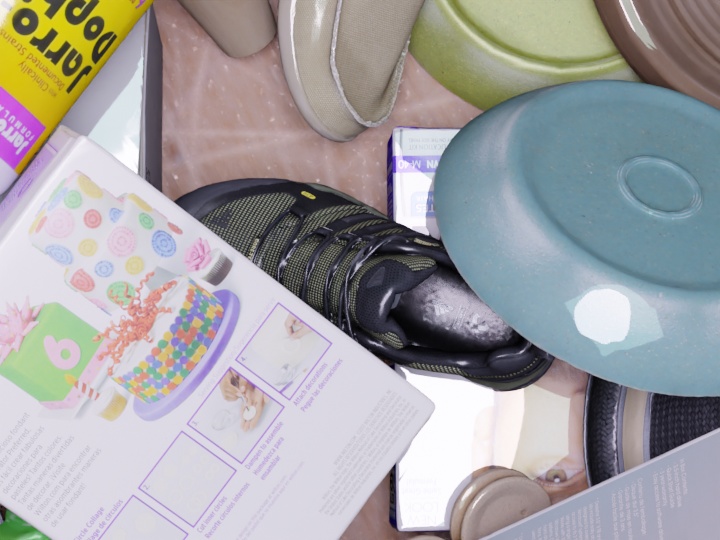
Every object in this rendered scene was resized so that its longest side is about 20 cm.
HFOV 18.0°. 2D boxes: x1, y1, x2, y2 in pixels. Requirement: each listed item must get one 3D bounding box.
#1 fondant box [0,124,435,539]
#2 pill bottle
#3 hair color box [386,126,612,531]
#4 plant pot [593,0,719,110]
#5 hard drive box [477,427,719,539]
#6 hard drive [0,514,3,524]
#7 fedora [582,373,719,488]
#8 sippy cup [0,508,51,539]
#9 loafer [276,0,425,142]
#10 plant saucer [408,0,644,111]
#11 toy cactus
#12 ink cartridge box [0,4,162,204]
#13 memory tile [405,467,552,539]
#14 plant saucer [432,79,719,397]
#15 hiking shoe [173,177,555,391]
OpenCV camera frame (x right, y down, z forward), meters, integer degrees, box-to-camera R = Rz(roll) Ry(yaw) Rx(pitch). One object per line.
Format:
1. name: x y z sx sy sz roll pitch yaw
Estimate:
1. fondant box: -0.090 0.054 0.980 0.200 0.058 0.144 38 88 -19
2. pill bottle: -0.165 -0.101 0.975 0.104 0.104 0.200 37 84 1
3. hair color box: 0.068 0.029 1.141 0.109 0.065 0.200 -1 88 -2
4. plant pot: 0.219 -0.170 1.123 0.200 0.093 0.201 1 87 -17
5. hard drive box: 0.154 0.166 1.032 0.200 0.077 0.156 -27 122 21
6. hard drive: -0.246 0.131 1.132 0.135 0.042 0.200 -23 88 -3
7. fedora: 0.202 0.077 1.099 0.200 0.092 0.201 2 84 -26
8. sippy cup: -0.103 0.178 1.089 0.177 0.140 0.131 0 90 1
9. loafer: 0.012 -0.161 1.121 0.068 0.076 0.200 11 95 35
10. plant saucer: 0.105 -0.175 1.172 0.200 0.031 0.200 0 86 -3
11. toy cactus: -0.084 -0.182 1.119 0.102 0.200 0.165 -38 128 -10
12. ink cartridge box: -0.196 -0.058 1.095 0.200 0.145 0.145 3 85 -3
13. memory tile: 0.035 0.202 1.093 0.200 0.017 0.153 -41 119 -9
14. plant saucer: 0.134 -0.028 1.058 0.200 0.036 0.200 10 44 -10
15. hiking shoe: 0.000 0.000 1.060 0.200 0.101 0.076 16 85 2
